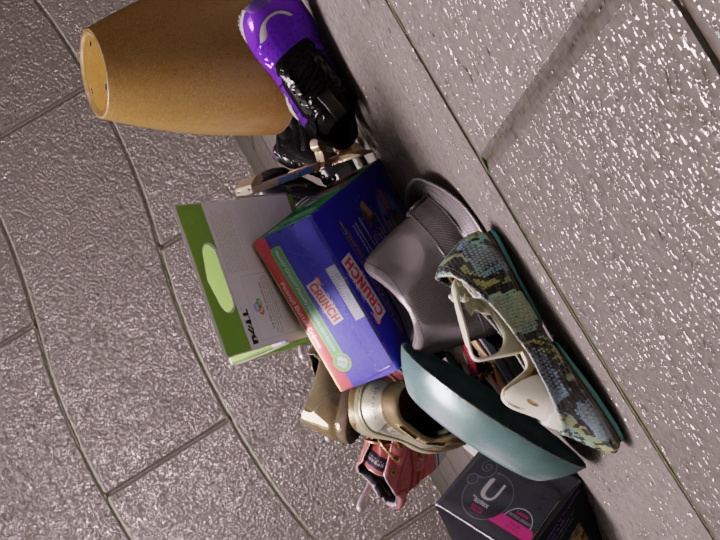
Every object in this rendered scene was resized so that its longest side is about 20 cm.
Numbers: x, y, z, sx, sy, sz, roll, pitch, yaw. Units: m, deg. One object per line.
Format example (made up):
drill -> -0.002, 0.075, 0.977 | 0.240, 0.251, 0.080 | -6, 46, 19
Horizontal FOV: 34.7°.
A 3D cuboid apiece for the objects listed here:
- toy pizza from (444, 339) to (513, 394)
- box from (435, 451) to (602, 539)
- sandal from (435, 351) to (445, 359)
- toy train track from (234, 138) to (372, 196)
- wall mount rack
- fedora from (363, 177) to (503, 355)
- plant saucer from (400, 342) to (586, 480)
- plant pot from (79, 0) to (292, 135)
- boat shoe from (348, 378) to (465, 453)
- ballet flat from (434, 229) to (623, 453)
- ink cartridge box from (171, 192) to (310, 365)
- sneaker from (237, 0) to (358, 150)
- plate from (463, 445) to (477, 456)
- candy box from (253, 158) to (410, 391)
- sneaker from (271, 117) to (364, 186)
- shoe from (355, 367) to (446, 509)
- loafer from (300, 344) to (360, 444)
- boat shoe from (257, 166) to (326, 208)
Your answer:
toy pizza -> 0.135, 0.123, 1.258 | 0.202, 0.031, 0.200 | 59, 175, 9
box -> 0.176, 0.289, 1.204 | 0.121, 0.106, 0.201 | 23, 149, 43
sandal -> 0.055, 0.031, 1.306 | 0.045, 0.074, 0.202 | 45, 162, 58
toy train track -> -0.064, -0.115, 1.205 | 0.199, 0.113, 0.033 | -29, -77, -52
wall mount rack -> -0.011, 0.167, 1.335 | 0.174, 0.074, 0.202 | -118, 5, -54
fedora -> 0.064, 0.013, 1.027 | 0.179, 0.089, 0.200 | 61, 174, -13
plant saucer -> 0.112, 0.135, 1.045 | 0.198, 0.036, 0.200 | 33, -175, -3
plant pot -> -0.193, -0.223, 1.240 | 0.186, 0.197, 0.189 | 36, 133, 50
boat shoe -> 0.073, 0.146, 1.152 | 0.198, 0.066, 0.075 | 10, -103, -47
ballet flat -> 0.124, 0.066, 0.893 | 0.202, 0.074, 0.074 | 58, 174, 14
ink cartridge box -> -0.120, 0.011, 1.095 | 0.199, 0.075, 0.150 | -11, -100, -61
sneaker -> -0.047, -0.189, 1.128 | 0.100, 0.069, 0.200 | 54, 180, 34
plate -> 0.108, 0.173, 1.342 | 0.199, 0.032, 0.200 | 40, 176, 12
candy box -> 0.000, 0.000, 1.151 | 0.171, 0.076, 0.200 | 61, -154, -8
sneaker -> -0.055, -0.134, 1.348 | 0.202, 0.087, 0.076 | 58, 174, 12
shoe -> 0.038, 0.176, 1.247 | 0.071, 0.091, 0.202 | 24, 149, 33
loafer -> -0.022, 0.087, 1.237 | 0.077, 0.066, 0.202 | 79, -163, -52
boat shoe -> -0.054, -0.078, 1.396 | 0.091, 0.071, 0.200 | 40, -169, 21
